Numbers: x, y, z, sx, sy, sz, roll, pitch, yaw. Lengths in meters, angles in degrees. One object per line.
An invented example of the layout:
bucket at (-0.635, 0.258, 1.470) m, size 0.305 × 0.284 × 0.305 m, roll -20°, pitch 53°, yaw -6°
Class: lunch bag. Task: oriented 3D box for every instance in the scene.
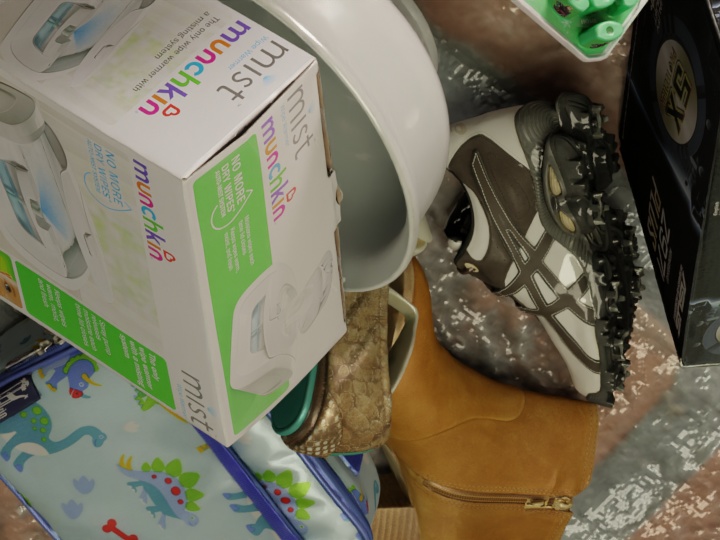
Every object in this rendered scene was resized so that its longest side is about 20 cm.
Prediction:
lunch bag at (-0.092, 0.093, 1.538) m, size 0.161 × 0.082 × 0.200 m, roll -26°, pitch 113°, yaw 20°

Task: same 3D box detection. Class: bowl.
bowl at (-0.028, -0.093, 1.409) m, size 0.090 × 0.201 × 0.201 m, roll -47°, pitch 126°, yaw -27°

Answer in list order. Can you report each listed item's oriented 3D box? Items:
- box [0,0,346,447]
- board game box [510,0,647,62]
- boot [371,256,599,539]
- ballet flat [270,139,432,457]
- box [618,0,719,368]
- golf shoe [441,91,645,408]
box at (-0.103, -0.045, 1.381) m, size 0.097 × 0.176 × 0.200 m, roll -44°, pitch 151°, yaw -27°
board game box at (0.091, -0.232, 1.361) m, size 0.200 × 0.026 × 0.200 m, roll 39°, pitch 72°, yaw -10°
boot at (0.062, 0.071, 1.603) m, size 0.144 × 0.071 × 0.201 m, roll -2°, pitch 123°, yaw -19°
ballet flat at (0.000, 0.000, 1.498) m, size 0.065 × 0.071 × 0.200 m, roll 17°, pitch 74°, yaw -28°
box at (0.190, -0.079, 1.453) m, size 0.086 × 0.164 × 0.200 m, roll -4°, pitch 137°, yaw -7°
golf shoe at (0.095, -0.011, 1.564) m, size 0.094 × 0.078 × 0.200 m, roll -1°, pitch 130°, yaw 18°
